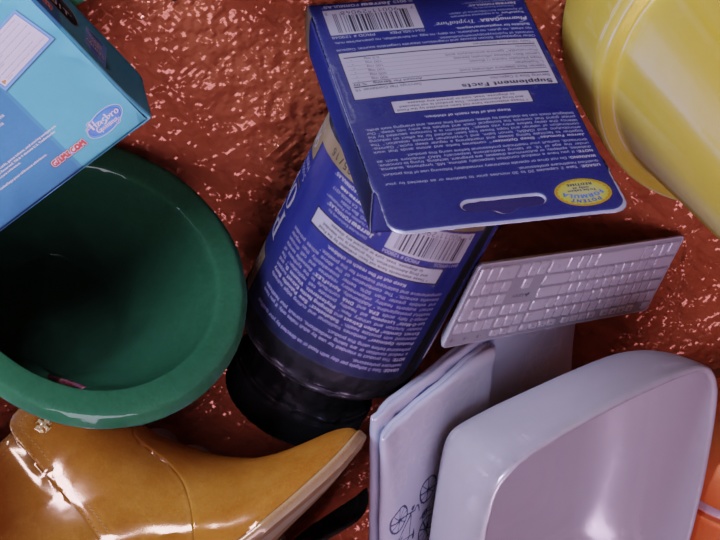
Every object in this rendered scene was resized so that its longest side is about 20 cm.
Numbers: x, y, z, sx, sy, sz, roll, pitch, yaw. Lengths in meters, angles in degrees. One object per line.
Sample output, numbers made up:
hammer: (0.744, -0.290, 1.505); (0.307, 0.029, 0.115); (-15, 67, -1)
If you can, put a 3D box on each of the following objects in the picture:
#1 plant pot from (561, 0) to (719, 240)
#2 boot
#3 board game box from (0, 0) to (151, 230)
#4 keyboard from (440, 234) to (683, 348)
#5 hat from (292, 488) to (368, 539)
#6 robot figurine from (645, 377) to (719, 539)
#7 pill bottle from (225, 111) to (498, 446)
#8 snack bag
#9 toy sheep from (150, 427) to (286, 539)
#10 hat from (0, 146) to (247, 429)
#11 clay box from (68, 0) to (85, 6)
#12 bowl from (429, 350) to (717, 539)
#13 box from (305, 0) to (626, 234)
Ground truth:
plant pot: (0.227, -0.094, 1.098); (0.201, 0.189, 0.201); (-7, 129, -9)
boot: (-0.112, 0.107, 1.143); (0.201, 0.144, 0.071); (-38, 169, -9)
board game box: (-0.222, -0.104, 0.991); (0.151, 0.047, 0.200); (-35, 124, 11)
keyboard: (0.120, 0.010, 1.209); (0.200, 0.011, 0.056); (-8, 136, -48)
hat: (-0.047, 0.226, 1.274); (0.201, 0.201, 0.081); (-40, 89, 18)
robot figurine: (0.232, 0.153, 1.349); (0.117, 0.144, 0.200); (-22, 140, -40)
pill bottle: (0.000, 0.000, 1.162); (0.112, 0.112, 0.200); (13, 123, -24)
snack bag: (0.073, 0.108, 1.254); (0.200, 0.021, 0.189); (-37, 141, -36)
toy sheep: (-0.142, 0.152, 1.231); (0.200, 0.138, 0.138); (7, 128, 2)
hat: (-0.176, 0.035, 1.166); (0.200, 0.166, 0.176); (33, 148, 2)
clay box: (-0.226, -0.151, 1.018); (0.200, 0.048, 0.115); (-27, 130, 8)
bowl: (0.114, 0.143, 1.232); (0.200, 0.075, 0.200); (-22, 130, -35)
box: (0.049, -0.075, 1.056); (0.121, 0.200, 0.032); (-6, 129, -11)
